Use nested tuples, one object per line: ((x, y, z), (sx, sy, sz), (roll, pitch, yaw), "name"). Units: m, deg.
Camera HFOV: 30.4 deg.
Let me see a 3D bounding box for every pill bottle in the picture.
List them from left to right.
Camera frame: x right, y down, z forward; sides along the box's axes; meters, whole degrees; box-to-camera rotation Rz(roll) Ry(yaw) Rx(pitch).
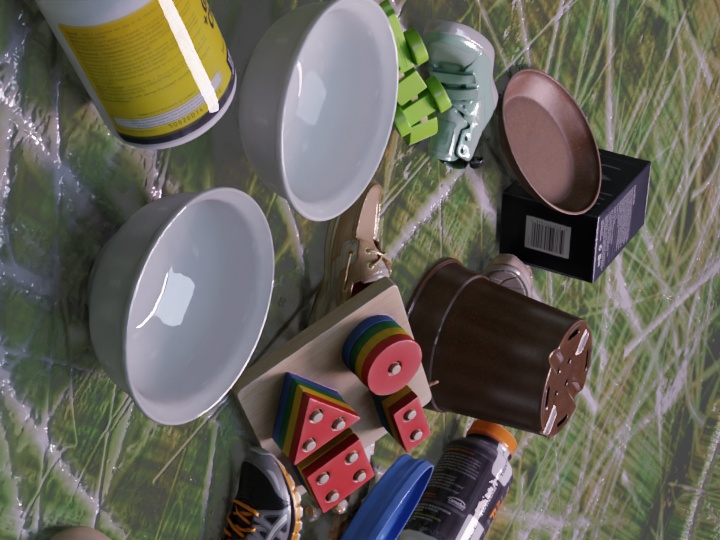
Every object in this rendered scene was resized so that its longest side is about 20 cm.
((-0.169, -0.191, 0.953), (0.113, 0.111, 0.201), (-58, 149, -26), "pill bottle")
((0.142, 0.303, 1.806), (0.201, 0.105, 0.107), (-58, 149, -27), "pill bottle")

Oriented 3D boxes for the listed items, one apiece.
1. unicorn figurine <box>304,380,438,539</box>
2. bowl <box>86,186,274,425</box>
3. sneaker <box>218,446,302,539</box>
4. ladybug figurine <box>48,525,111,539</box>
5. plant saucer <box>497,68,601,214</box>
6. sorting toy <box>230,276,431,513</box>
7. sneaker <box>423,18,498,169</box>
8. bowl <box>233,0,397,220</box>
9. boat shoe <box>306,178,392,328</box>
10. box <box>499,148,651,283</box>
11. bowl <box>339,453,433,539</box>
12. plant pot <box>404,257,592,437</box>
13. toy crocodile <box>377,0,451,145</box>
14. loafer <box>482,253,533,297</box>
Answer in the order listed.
((-0.005, 0.210, 1.537), (0.137, 0.074, 0.201), (-27, 143, -55), "unicorn figurine")
((-0.164, 0.020, 1.103), (0.201, 0.090, 0.203), (-39, 138, -48), "bowl")
((-0.113, 0.281, 1.364), (0.077, 0.078, 0.202), (-8, 107, -41), "sneaker")
((-0.236, 0.315, 1.152), (0.136, 0.071, 0.202), (-45, 142, -43), "ladybug figurine")
((0.239, -0.162, 1.721), (0.199, 0.036, 0.202), (23, 56, -38), "plant saucer")
((-0.012, 0.141, 1.382), (0.199, 0.070, 0.200), (-34, 137, -14), "sorting toy")
((0.106, -0.191, 1.496), (0.201, 0.073, 0.119), (55, 51, -60), "sneaker")
((-0.052, -0.154, 1.198), (0.201, 0.090, 0.203), (-37, 135, -48), "bowl")
((0.000, 0.000, 1.416), (0.074, 0.069, 0.202), (-4, 108, -61), "boat shoe")
((0.299, -0.086, 1.836), (0.200, 0.147, 0.105), (-38, 137, -47), "box")
((0.019, 0.309, 1.591), (0.201, 0.039, 0.201), (-54, 167, -19), "bowl")
((0.171, 0.108, 1.656), (0.200, 0.197, 0.202), (-38, 138, -46), "plant pot")
((0.042, -0.205, 1.393), (0.067, 0.062, 0.200), (-32, 139, 0), "toy crocodile")
((0.207, 0.022, 1.824), (0.200, 0.071, 0.063), (69, 33, -59), "loafer")
